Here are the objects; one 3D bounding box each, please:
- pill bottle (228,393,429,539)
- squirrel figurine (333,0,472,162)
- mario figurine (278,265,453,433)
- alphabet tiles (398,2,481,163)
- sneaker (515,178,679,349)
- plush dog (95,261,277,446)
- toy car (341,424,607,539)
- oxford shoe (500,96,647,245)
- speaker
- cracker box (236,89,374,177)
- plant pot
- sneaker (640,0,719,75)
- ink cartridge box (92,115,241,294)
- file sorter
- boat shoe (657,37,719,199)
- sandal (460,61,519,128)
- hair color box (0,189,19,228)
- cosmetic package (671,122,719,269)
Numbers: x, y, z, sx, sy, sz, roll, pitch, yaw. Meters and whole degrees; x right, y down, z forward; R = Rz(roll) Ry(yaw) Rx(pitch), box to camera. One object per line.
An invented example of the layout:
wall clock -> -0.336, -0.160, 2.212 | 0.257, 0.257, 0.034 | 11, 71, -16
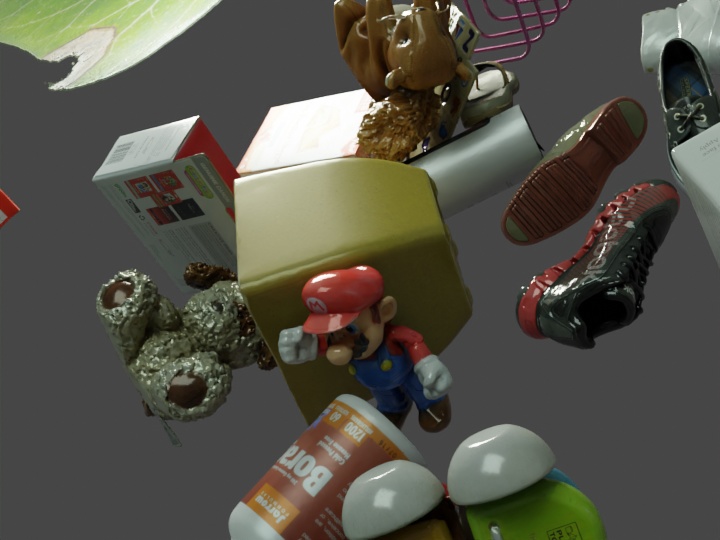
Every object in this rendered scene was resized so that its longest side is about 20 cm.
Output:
pill bottle -> -0.042, 0.214, 0.993 | 0.200, 0.112, 0.112 | -46, 37, -16
squirrel figurine -> 0.058, -0.215, 1.264 | 0.140, 0.202, 0.187 | -4, 20, -14
mario figurine -> 0.004, 0.086, 1.030 | 0.123, 0.201, 0.106 | -33, 35, 2
alphabet tiles -> 0.088, -0.209, 1.363 | 0.167, 0.006, 0.201 | -116, 42, -54
sneaker -> 0.239, -0.002, 1.058 | 0.200, 0.071, 0.098 | -44, 36, -10
plush dog -> -0.173, 0.081, 1.262 | 0.171, 0.161, 0.200 | -32, 61, -21
toy car -> 0.093, 0.212, 0.878 | 0.199, 0.176, 0.150 | -22, 1, 17
oxford shoe -> 0.219, -0.100, 1.208 | 0.200, 0.071, 0.074 | -42, 11, -10
speaker -> 0.107, -0.106, 1.276 | 0.199, 0.081, 0.082 | -26, 36, 13
cracker box -> -0.053, -0.165, 1.489 | 0.199, 0.058, 0.135 | -5, 45, 34
plant pot -> 0.000, 0.000, 1.151 | 0.198, 0.196, 0.195 | -19, 37, 6
sneaker -> 0.377, -0.298, 1.289 | 0.115, 0.074, 0.201 | 2, 50, 36
ink cartridge box -> -0.187, -0.076, 1.370 | 0.174, 0.201, 0.084 | -8, 42, 32
file sorter -> 0.181, -0.357, 1.443 | 0.138, 0.126, 0.200 | -1, 35, 37
boat shoe -> 0.334, -0.154, 1.154 | 0.068, 0.057, 0.201 | -19, 47, 21
sandal -> 0.144, -0.218, 1.359 | 0.080, 0.054, 0.200 | -25, 14, 15
hair color box -> -0.659, -0.102, 1.894 | 0.111, 0.064, 0.199 | -48, 39, -16
cosmetic package -> 0.378, -0.030, 0.898 | 0.164, 0.165, 0.201 | -29, 35, 8
